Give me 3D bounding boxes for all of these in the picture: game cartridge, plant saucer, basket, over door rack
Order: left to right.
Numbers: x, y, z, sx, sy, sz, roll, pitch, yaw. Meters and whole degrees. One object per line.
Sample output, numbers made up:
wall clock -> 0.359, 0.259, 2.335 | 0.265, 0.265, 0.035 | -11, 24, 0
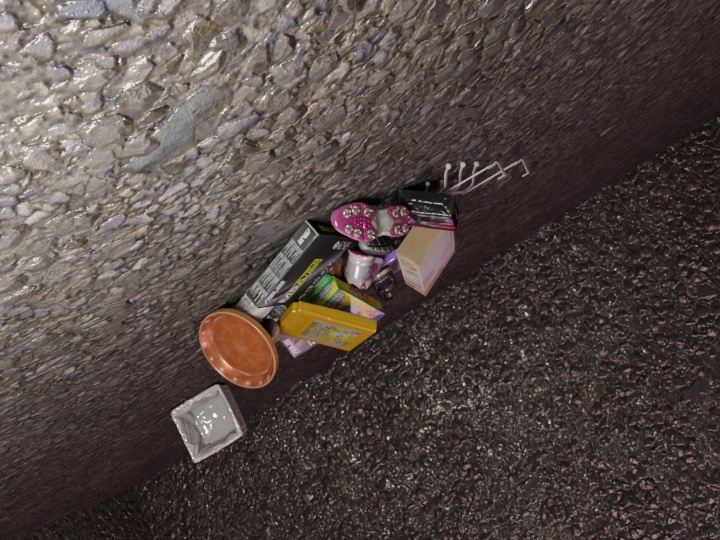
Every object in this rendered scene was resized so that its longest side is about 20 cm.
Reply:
basket -> -0.527, 0.530, 2.208 | 0.195, 0.204, 0.161 | -29, 174, -4
plant saucer -> -0.267, 0.170, 1.385 | 0.199, 0.201, 0.032 | -39, -173, 38
game cartridge -> -0.083, 0.129, 1.422 | 0.194, 0.033, 0.176 | 14, 154, -18
over door rack -> 0.256, -0.216, 1.390 | 0.196, 0.069, 0.146 | -13, -178, 40

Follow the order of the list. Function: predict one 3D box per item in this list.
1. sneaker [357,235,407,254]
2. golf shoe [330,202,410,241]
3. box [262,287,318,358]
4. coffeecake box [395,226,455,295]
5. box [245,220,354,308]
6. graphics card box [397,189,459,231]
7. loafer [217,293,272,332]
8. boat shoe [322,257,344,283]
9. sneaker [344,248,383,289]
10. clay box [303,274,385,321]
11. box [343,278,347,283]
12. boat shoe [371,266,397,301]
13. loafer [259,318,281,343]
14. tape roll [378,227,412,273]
sneaker -> 0.048, -0.062, 1.517 | 0.079, 0.077, 0.198 | -35, 168, 32
golf shoe -> 0.010, -0.099, 1.277 | 0.196, 0.078, 0.090 | 0, -176, -39
box -> -0.145, 0.105, 1.520 | 0.158, 0.045, 0.202 | -31, 132, 1
coffeecake box -> 0.170, -0.049, 1.592 | 0.155, 0.072, 0.201 | -55, 158, -13
box -> -0.119, -0.011, 1.284 | 0.200, 0.048, 0.192 | -48, 167, 14
graphics card box -> 0.156, -0.133, 1.409 | 0.121, 0.053, 0.200 | 8, 175, 12
loafer -> -0.245, 0.096, 1.400 | 0.069, 0.072, 0.198 | 25, 138, -38
boat shoe -> -0.066, 0.010, 1.528 | 0.066, 0.073, 0.201 | -28, 165, -6
sneaker -> 0.000, 0.000, 1.535 | 0.200, 0.079, 0.091 | 8, 99, -76
clay box -> -0.046, 0.092, 1.487 | 0.198, 0.048, 0.115 | 29, 114, -40
box -> -0.073, 0.055, 1.758 | 0.157, 0.049, 0.199 | -35, 168, 18
boat shoe -> 0.068, 0.042, 1.695 | 0.071, 0.066, 0.200 | -29, 168, -3
loafer -> -0.235, 0.164, 1.454 | 0.076, 0.069, 0.198 | -45, -163, -33
tape roll -> 0.091, -0.045, 1.726 | 0.197, 0.067, 0.201 | -30, 168, -7
